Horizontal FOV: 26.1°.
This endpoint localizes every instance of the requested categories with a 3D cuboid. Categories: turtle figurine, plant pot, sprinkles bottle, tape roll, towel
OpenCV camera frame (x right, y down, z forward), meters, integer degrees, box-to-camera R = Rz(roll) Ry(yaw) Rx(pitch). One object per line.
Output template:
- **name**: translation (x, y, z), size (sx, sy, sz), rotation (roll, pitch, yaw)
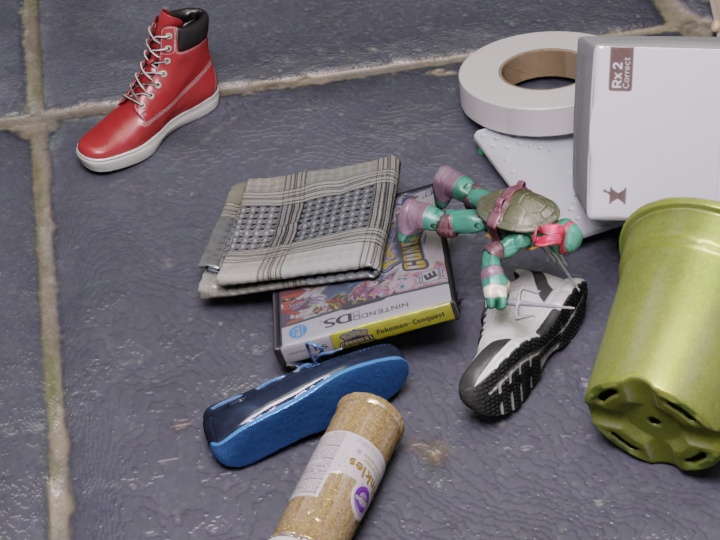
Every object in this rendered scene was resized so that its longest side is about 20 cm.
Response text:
- **turtle figurine**: translation (0.142, -0.036, 1.462), size (0.199, 0.101, 0.149), rotation (23, 30, 30)
- **plant pot**: translation (0.294, 0.069, 1.394), size (0.199, 0.201, 0.185), rotation (19, 58, 21)
- **sprinkles bottle**: translation (-0.025, 0.197, 1.344), size (0.068, 0.069, 0.201), rotation (13, 46, 16)
- **tape roll**: translation (0.211, -0.214, 1.756), size (0.201, 0.037, 0.203), rotation (-5, 32, 3)
- **towel**: translation (-0.063, -0.049, 1.579), size (0.198, 0.035, 0.193), rotation (-9, 38, 17)

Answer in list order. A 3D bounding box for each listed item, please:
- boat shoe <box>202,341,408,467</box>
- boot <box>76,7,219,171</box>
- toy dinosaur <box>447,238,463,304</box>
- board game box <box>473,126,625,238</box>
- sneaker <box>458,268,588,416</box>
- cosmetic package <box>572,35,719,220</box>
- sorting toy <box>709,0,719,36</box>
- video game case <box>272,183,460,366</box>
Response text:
- **boat shoe**: translation (-0.054, 0.107, 1.431), size (0.199, 0.085, 0.069), rotation (-18, 43, -19)
- **boot**: translation (-0.243, -0.209, 1.722), size (0.072, 0.145, 0.200), rotation (31, 54, 28)
- **toy dinosaur**: translation (0.043, 0.024, 1.542), size (0.200, 0.048, 0.088), rotation (-37, 46, -25)
- **board game box**: translation (0.252, -0.110, 1.682), size (0.199, 0.026, 0.200), rotation (-18, 45, -15)
- **sneaker**: translation (0.141, 0.067, 1.478), size (0.080, 0.074, 0.200), rotation (19, 39, 27)
- **cosmetic package**: translation (0.298, -0.144, 1.522), size (0.163, 0.166, 0.200), rotation (1, 12, 3)
- **sorting toy**: translation (0.509, -0.298, 1.835), size (0.179, 0.107, 0.201), rotation (15, 43, -10)
- **video game case**: translation (0.000, 0.000, 1.536), size (0.179, 0.026, 0.201), rotation (-15, 37, 7)
